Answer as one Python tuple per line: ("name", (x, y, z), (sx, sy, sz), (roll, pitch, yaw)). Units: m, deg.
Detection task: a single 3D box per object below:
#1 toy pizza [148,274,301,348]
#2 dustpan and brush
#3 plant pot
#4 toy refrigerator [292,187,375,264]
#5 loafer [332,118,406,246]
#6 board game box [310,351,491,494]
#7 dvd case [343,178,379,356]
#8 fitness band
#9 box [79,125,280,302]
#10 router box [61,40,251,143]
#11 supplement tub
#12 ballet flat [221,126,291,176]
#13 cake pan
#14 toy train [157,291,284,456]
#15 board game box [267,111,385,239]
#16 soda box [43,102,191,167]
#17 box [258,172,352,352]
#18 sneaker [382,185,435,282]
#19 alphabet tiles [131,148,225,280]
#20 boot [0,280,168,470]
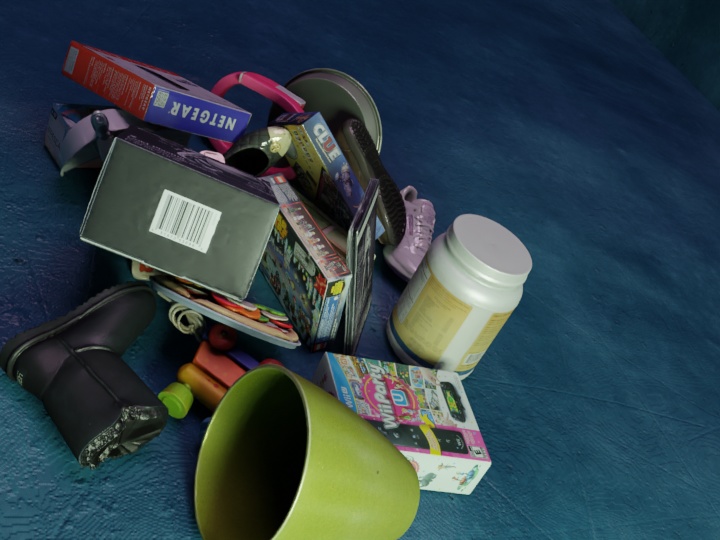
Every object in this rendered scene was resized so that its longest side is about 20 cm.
("toy pizza", (-0.158, 0.040, 1.102), (0.197, 0.032, 0.200), (25, -1, 1))
("dustpan and brush", (-0.330, -0.172, 1.177), (0.138, 0.200, 0.058), (-26, 75, -14))
("plant pot", (-0.038, 0.214, 0.944), (0.198, 0.187, 0.189), (24, 30, -37))
("toy refrigerator", (-0.079, -0.051, 1.343), (0.199, 0.070, 0.076), (40, 34, 14))
("loafer", (0.008, -0.128, 1.400), (0.073, 0.070, 0.203), (-28, 96, -59))
("board game box", (0.047, 0.188, 1.131), (0.197, 0.065, 0.149), (11, 37, -25))
("dvd case", (0.000, 0.000, 1.227), (0.016, 0.203, 0.149), (8, 32, 8))
("fitness band", (-0.159, -0.224, 1.440), (0.198, 0.145, 0.037), (32, 26, 13))
("box", (-0.210, -0.074, 1.093), (0.197, 0.126, 0.197), (22, 7, -14))
("router box", (-0.279, -0.244, 1.273), (0.178, 0.050, 0.199), (30, 13, 28))
("supplement tub", (0.136, 0.039, 1.270), (0.143, 0.202, 0.146), (20, 33, -14))
("ballet flat", (-0.181, -0.137, 1.300), (0.067, 0.198, 0.057), (57, 1, -37))
("cake pan", (-0.064, -0.215, 1.451), (0.199, 0.202, 0.037), (35, 22, 9))
("toy train", (-0.188, 0.117, 1.035), (0.199, 0.085, 0.116), (35, 46, 8))
("board game box", (-0.051, -0.136, 1.349), (0.034, 0.202, 0.135), (-37, 23, -17))
("soda box", (-0.345, -0.192, 1.321), (0.198, 0.069, 0.064), (-6, 43, -43))
("box", (-0.086, -0.012, 1.220), (0.039, 0.138, 0.201), (-15, 52, -29))
("sneaker", (0.079, -0.056, 1.442), (0.074, 0.099, 0.202), (29, 28, -39))
("alphabet tiles", (-0.240, -0.075, 1.220), (0.197, 0.015, 0.199), (6, 66, -22))
("boot", (-0.257, 0.109, 0.979), (0.168, 0.077, 0.199), (39, 41, 21))
